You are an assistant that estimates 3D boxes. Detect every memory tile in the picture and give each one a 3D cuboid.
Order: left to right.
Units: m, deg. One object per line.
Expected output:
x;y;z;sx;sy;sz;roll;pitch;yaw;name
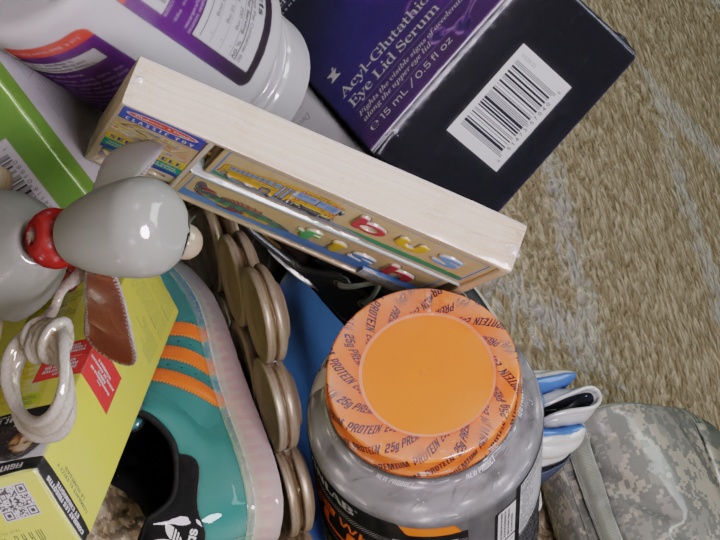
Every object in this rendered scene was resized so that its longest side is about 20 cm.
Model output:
-0.053;0.072;1.084;0.153;0.017;0.201;-133;-147;-64;memory tile

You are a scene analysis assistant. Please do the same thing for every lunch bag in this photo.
0.218;0.201;1.545;0.168;0.139;0.201;26;42;-56;lunch bag

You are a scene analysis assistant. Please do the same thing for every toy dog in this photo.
-0.134;-0.003;0.934;0.096;0.132;0.200;13;9;-42;toy dog

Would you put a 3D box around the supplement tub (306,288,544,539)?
0.035;0.099;1.066;0.200;0.122;0.123;84;-5;-59;supplement tub

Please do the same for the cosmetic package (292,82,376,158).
-0.055;-0.092;1.250;0.200;0.074;0.102;43;8;20;cosmetic package

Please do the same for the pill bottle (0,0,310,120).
-0.109;-0.132;1.032;0.200;0.111;0.112;32;38;-56;pill bottle

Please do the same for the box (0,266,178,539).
-0.149;0.063;0.979;0.200;0.075;0.050;-73;143;-58;box

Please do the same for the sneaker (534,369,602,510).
0.115;0.128;1.389;0.200;0.146;0.081;28;41;-54;sneaker

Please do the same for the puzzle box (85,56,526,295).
-0.031;-0.038;0.981;0.199;0.133;0.026;23;76;-10;puzzle box

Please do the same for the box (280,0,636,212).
0.047;-0.142;1.234;0.104;0.148;0.200;36;9;-38;box

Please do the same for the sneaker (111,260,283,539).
-0.109;0.065;1.070;0.080;0.072;0.200;-3;45;-28;sneaker

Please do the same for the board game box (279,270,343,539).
-0.035;0.097;1.195;0.158;0.039;0.201;12;69;-72;board game box

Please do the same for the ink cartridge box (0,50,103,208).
-0.188;-0.110;1.088;0.148;0.076;0.200;54;19;-21;ink cartridge box

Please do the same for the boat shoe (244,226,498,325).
0.000;0.000;1.134;0.200;0.072;0.068;43;11;4;boat shoe

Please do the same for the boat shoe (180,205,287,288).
-0.074;0.008;1.220;0.200;0.068;0.072;32;73;-57;boat shoe
